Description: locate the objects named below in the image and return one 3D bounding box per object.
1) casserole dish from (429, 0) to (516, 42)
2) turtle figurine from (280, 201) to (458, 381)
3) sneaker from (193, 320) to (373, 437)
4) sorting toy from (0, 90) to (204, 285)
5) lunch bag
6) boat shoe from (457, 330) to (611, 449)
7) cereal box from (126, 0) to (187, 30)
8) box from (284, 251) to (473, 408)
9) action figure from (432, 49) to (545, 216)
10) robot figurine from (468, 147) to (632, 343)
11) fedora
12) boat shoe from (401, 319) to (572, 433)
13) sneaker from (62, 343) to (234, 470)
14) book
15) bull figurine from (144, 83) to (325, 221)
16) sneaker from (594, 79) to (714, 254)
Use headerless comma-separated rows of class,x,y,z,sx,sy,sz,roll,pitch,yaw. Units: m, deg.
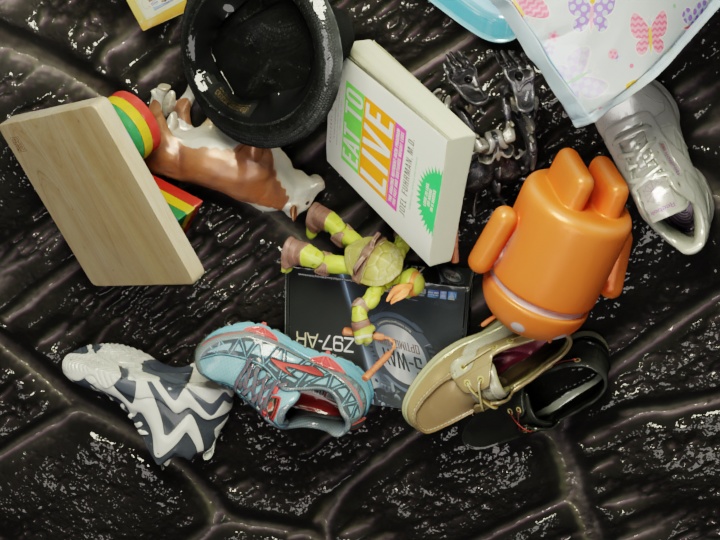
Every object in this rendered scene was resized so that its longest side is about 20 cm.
casserole dish,0.102,-0.301,1.288,0.199,0.039,0.121,35,119,-7
turtle figurine,0.000,0.000,1.407,0.160,0.201,0.065,22,163,21
sneaker,-0.085,0.118,1.466,0.198,0.096,0.080,15,119,4
sorting toy,-0.248,-0.087,1.414,0.198,0.070,0.201,-1,123,49
lunch bag,0.202,-0.248,1.200,0.170,0.200,0.127,50,155,-17
boat shoe,0.181,0.139,1.493,0.201,0.063,0.074,-34,111,27
cereal box,-0.192,-0.348,1.323,0.142,0.040,0.201,-18,112,20
box,0.018,0.066,1.498,0.197,0.044,0.162,8,119,8
action figure,0.122,-0.138,1.336,0.117,0.103,0.201,-10,152,-5
robot figurine,0.191,-0.016,1.351,0.116,0.143,0.201,37,122,24
fedora,-0.076,-0.213,1.315,0.199,0.091,0.203,15,115,34
boat shoe,0.132,0.106,1.442,0.199,0.067,0.074,-39,124,4
sneaker,-0.247,0.164,1.584,0.197,0.080,0.131,9,111,-4
book,0.034,-0.115,1.322,0.048,0.200,0.135,-12,128,-28
bull figurine,-0.132,-0.122,1.417,0.197,0.065,0.123,12,118,4
sneaker,0.281,-0.105,1.320,0.074,0.100,0.201,-29,107,25
